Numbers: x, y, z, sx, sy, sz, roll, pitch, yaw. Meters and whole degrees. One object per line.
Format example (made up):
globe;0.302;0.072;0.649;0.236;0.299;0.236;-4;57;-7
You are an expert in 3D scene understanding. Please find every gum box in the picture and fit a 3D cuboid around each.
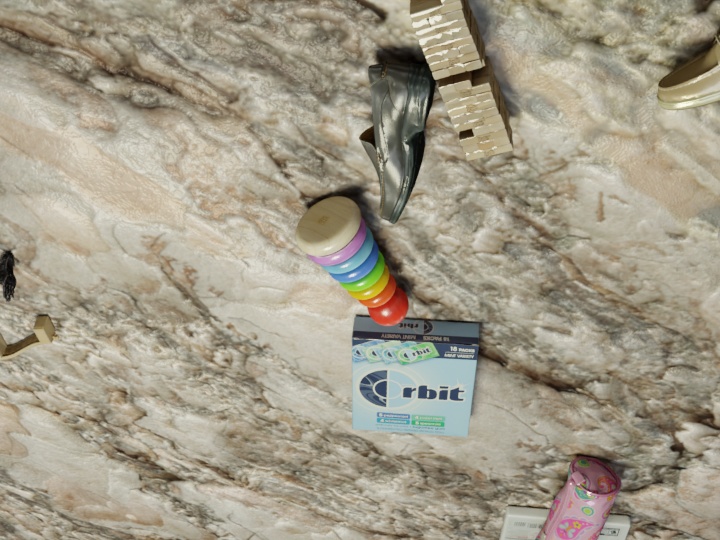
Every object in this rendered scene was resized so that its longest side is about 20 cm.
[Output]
gum box;0.073;0.151;1.444;0.170;0.045;0.200;3;135;4

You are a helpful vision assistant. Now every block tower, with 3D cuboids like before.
block tower;0.106;-0.211;1.083;0.058;0.054;0.200;-12;131;17

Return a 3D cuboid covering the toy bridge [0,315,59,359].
toy bridge;-0.524;0.099;1.475;0.200;0.027;0.067;-2;136;8

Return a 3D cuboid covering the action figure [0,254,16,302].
action figure;-0.561;0.012;1.346;0.200;0.102;0.119;-6;144;10

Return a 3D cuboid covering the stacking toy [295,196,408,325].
stacking toy;0.000;0.000;1.292;0.085;0.085;0.200;-16;136;21

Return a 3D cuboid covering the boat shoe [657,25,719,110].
boat shoe;0.383;-0.228;1.028;0.200;0.072;0.065;-26;117;25

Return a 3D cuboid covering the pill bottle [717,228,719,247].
pill bottle;0.466;-0.094;1.112;0.116;0.116;0.200;9;134;-2

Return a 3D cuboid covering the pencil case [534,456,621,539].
pencil case;0.330;0.380;1.591;0.087;0.087;0.200;12;126;-5

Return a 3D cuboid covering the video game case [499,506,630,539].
video game case;0.332;0.458;1.727;0.200;0.023;0.182;4;134;2

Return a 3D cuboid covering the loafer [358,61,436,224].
loafer;0.035;-0.144;1.153;0.072;0.073;0.200;13;125;6
